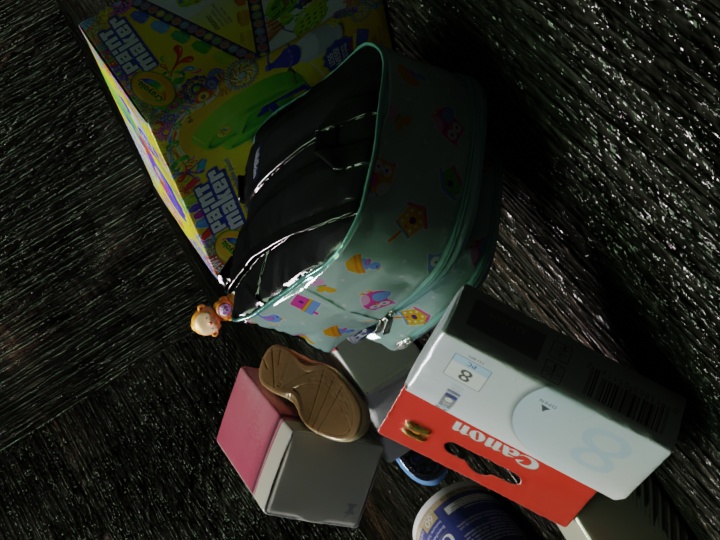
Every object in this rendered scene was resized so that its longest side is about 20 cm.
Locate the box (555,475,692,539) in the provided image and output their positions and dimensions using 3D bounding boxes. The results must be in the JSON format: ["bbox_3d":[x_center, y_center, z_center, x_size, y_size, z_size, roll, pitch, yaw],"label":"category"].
[{"bbox_3d":[0.190,0.185,1.076,0.201,0.068,0.082,57,170,7],"label":"box"}]

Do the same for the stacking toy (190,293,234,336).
[{"bbox_3d":[-0.116,0.018,1.721,0.117,0.199,0.110,64,169,-24],"label":"stacking toy"}]

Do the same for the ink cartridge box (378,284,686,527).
[{"bbox_3d":[0.101,0.111,0.957,0.159,0.047,0.200,27,142,0],"label":"ink cartridge box"}]

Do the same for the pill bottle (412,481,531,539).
[{"bbox_3d":[0.150,0.338,1.616,0.200,0.111,0.111,47,165,50],"label":"pill bottle"}]

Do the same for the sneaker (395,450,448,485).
[{"bbox_3d":[0.044,0.189,1.840,0.201,0.066,0.078,57,174,11],"label":"sneaker"}]

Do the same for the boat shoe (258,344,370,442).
[{"bbox_3d":[-0.041,0.141,1.652,0.064,0.072,0.200,23,-173,-39],"label":"boat shoe"}]

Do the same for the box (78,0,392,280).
[{"bbox_3d":[-0.079,-0.133,1.097,0.122,0.192,0.200,53,169,32],"label":"box"}]

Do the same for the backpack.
[{"bbox_3d":[0.009,-0.046,0.942,0.200,0.152,0.177,136,148,-59],"label":"backpack"}]

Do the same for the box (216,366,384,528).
[{"bbox_3d":[-0.076,0.209,1.732,0.127,0.110,0.200,14,-168,-27],"label":"box"}]

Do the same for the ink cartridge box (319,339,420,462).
[{"bbox_3d":[0.017,0.117,1.701,0.145,0.083,0.200,53,169,30],"label":"ink cartridge box"}]
